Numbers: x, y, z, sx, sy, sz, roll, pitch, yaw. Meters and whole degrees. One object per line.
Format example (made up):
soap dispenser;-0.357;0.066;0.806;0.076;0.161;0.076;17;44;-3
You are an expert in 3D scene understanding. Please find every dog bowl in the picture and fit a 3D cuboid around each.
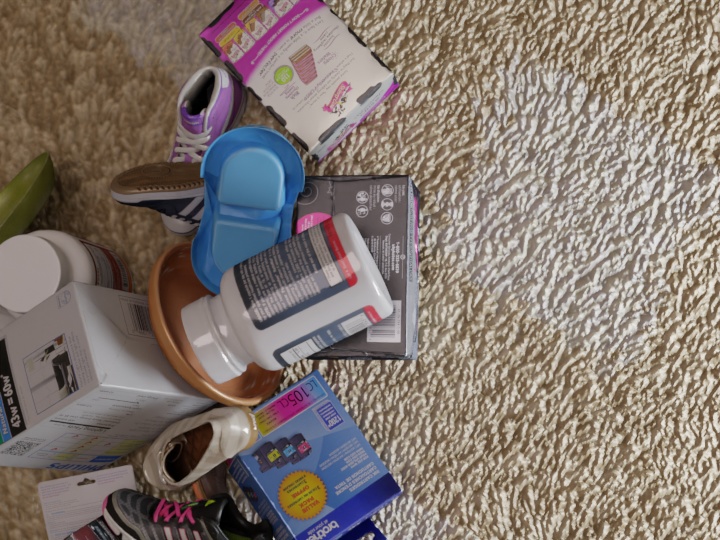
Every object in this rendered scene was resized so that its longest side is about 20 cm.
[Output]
dog bowl;-0.122;-0.067;1.490;0.111;0.050;0.200;8;113;-3

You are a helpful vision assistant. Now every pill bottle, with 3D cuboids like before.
pill bottle;-0.079;0.034;1.422;0.200;0.120;0.120;-26;80;4
pill bottle;-0.341;0.014;1.550;0.112;0.200;0.112;-1;83;10

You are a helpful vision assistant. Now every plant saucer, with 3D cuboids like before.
plant saucer;-0.417;-0.053;1.592;0.031;0.200;0.200;41;93;-20
plant saucer;-0.166;0.064;1.523;0.037;0.200;0.200;-30;79;29

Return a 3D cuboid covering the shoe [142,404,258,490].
shoe;-0.188;0.193;1.480;0.200;0.053;0.070;-33;76;44

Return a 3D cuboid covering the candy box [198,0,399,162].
candy box;-0.071;-0.245;1.599;0.136;0.061;0.200;-43;78;3

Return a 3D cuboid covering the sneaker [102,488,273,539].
sneaker;-0.180;0.274;1.489;0.200;0.074;0.088;24;113;0

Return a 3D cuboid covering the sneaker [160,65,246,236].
sneaker;-0.198;-0.142;1.586;0.073;0.114;0.201;15;88;10

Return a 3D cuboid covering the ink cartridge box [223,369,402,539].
ink cartridge box;-0.050;0.232;1.514;0.136;0.076;0.200;-32;80;-22

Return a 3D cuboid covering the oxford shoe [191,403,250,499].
oxford shoe;-0.163;0.180;1.568;0.073;0.071;0.200;-6;83;5

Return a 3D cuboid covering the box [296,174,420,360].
box;0.000;0.000;1.533;0.132;0.115;0.200;0;85;8

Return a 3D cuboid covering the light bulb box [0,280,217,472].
light bulb box;-0.300;0.123;1.498;0.200;0.198;0.125;-30;65;25

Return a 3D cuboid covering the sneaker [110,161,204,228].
sneaker;-0.184;-0.066;1.554;0.200;0.070;0.109;-8;123;-22

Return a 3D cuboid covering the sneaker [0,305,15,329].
sneaker;-0.413;0.111;1.610;0.075;0.087;0.200;-42;77;11

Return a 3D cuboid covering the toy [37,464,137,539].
toy;-0.295;0.332;1.587;0.115;0.047;0.200;-12;87;5

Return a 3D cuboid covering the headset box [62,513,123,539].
headset box;-0.318;0.339;1.465;0.149;0.200;0.077;-39;85;6
